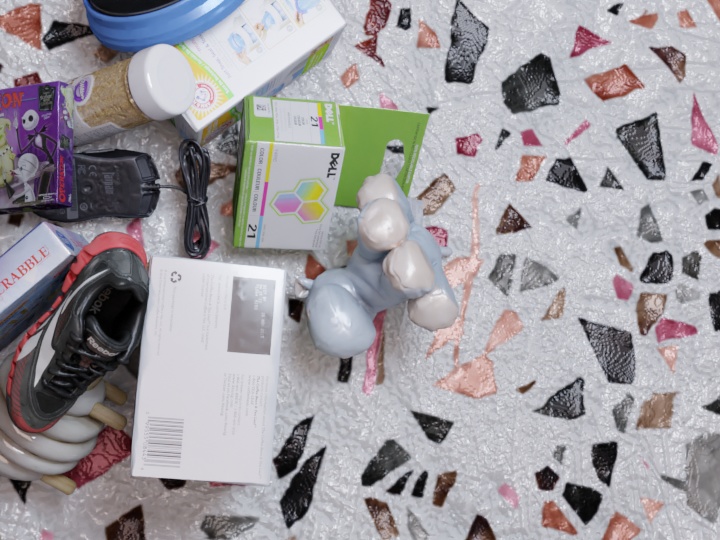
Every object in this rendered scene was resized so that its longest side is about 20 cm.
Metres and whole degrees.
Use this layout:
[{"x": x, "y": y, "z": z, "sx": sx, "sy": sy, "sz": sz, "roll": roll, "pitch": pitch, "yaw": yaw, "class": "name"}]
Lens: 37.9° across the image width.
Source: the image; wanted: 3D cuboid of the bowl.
[{"x": -0.197, "y": -0.308, "z": 1.086, "sx": 0.197, "sy": 0.040, "sz": 0.203, "roll": -11, "pitch": 48, "yaw": 13, "class": "bowl"}]

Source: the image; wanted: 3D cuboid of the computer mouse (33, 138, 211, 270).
[{"x": -0.252, "y": -0.064, "z": 1.116, "sx": 0.196, "sy": 0.046, "sz": 0.143, "roll": -6, "pitch": 107, "yaw": -5, "class": "computer mouse"}]

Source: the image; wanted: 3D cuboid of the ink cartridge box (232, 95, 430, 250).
[{"x": -0.031, "y": -0.097, "z": 1.104, "sx": 0.196, "sy": 0.149, "sz": 0.077, "roll": 3, "pitch": 46, "yaw": -11, "class": "ink cartridge box"}]

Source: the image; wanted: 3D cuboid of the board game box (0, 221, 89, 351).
[{"x": -0.343, "y": 0.038, "z": 0.991, "sx": 0.199, "sy": 0.199, "sz": 0.041, "roll": -41, "pitch": 92, "yaw": -6, "class": "board game box"}]

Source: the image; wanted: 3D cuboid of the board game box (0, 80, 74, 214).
[{"x": -0.372, "y": -0.116, "z": 1.046, "sx": 0.197, "sy": 0.032, "sz": 0.122, "roll": -4, "pitch": 79, "yaw": 24, "class": "board game box"}]

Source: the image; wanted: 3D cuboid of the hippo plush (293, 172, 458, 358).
[{"x": 0.000, "y": 0.000, "z": 1.105, "sx": 0.159, "sy": 0.201, "sz": 0.160, "roll": -29, "pitch": 112, "yaw": 13, "class": "hippo plush"}]

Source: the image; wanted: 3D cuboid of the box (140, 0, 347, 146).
[{"x": -0.128, "y": -0.232, "z": 1.121, "sx": 0.199, "sy": 0.112, "sz": 0.102, "roll": -38, "pitch": 92, "yaw": -12, "class": "box"}]

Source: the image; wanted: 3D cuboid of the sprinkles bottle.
[{"x": -0.256, "y": -0.167, "z": 1.049, "sx": 0.068, "sy": 0.197, "sz": 0.070, "roll": 19, "pitch": 66, "yaw": -51, "class": "sprinkles bottle"}]

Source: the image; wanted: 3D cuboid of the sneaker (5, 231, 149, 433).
[{"x": -0.247, "y": 0.066, "z": 0.921, "sx": 0.070, "sy": 0.098, "sz": 0.202, "roll": 29, "pitch": 98, "yaw": -35, "class": "sneaker"}]

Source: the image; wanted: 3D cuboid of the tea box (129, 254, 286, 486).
[{"x": -0.154, "y": 0.100, "z": 1.038, "sx": 0.131, "sy": 0.197, "sz": 0.204, "roll": 6, "pitch": 82, "yaw": -10, "class": "tea box"}]

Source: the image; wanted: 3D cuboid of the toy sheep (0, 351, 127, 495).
[{"x": -0.315, "y": 0.145, "z": 1.037, "sx": 0.137, "sy": 0.138, "sz": 0.201, "roll": 38, "pitch": 100, "yaw": -6, "class": "toy sheep"}]
